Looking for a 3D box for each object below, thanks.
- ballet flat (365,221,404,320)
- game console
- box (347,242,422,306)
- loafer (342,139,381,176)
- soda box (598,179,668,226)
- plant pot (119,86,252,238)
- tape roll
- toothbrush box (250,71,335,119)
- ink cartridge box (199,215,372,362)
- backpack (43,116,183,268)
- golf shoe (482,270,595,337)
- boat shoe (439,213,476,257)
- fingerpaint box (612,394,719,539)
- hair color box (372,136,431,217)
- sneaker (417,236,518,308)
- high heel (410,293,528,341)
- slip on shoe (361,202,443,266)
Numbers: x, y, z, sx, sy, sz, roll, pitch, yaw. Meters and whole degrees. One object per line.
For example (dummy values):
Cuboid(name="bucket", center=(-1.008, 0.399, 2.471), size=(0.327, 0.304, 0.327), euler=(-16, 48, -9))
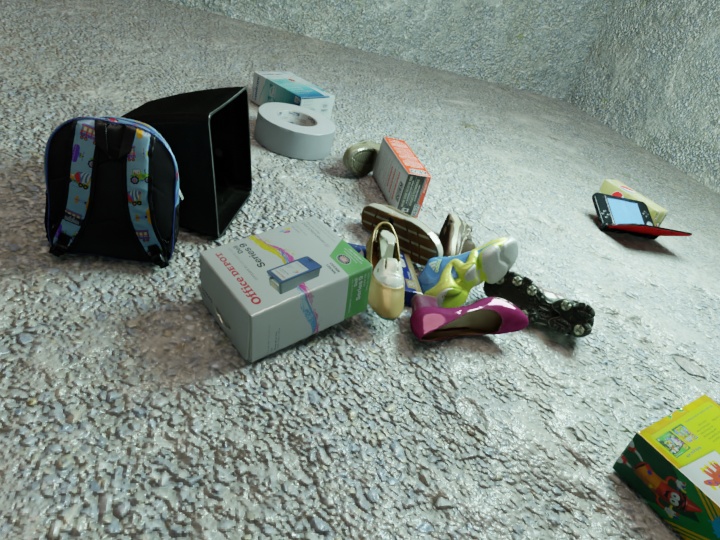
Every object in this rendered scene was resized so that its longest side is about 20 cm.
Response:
Cuboid(name="ballet flat", center=(0.037, -0.009, 0.833), size=(0.067, 0.064, 0.202), euler=(10, 35, -13))
Cuboid(name="game console", center=(0.756, -0.153, 1.429), size=(0.195, 0.119, 0.176), euler=(7, 61, -19))
Cuboid(name="box", center=(0.000, 0.000, 0.892), size=(0.195, 0.033, 0.122), euler=(9, 33, -14))
Cuboid(name="loafer", center=(0.006, -0.280, 1.296), size=(0.067, 0.077, 0.199), euler=(29, 23, 20))
Cuboid(name="soda box", center=(0.821, -0.202, 1.607), size=(0.066, 0.065, 0.201), euler=(-3, 37, -31))
Cuboid(name="plant pot", center=(-0.297, -0.197, 0.899), size=(0.173, 0.204, 0.201), euler=(7, 31, 2))
Cuboid(name="tape roll", center=(-0.163, -0.349, 1.316), size=(0.195, 0.067, 0.202), euler=(14, 31, -8))
Cuboid(name="toothbrush box", center=(-0.193, -0.489, 1.500), size=(0.198, 0.087, 0.145), euler=(34, 35, 27))
Cuboid(name="ink cartridge box", center=(-0.103, 0.018, 0.732), size=(0.197, 0.089, 0.145), euler=(-22, 47, -33))
Cuboid(name="backpack", center=(-0.340, -0.124, 0.741), size=(0.178, 0.204, 0.136), euler=(6, 32, -17))
Cuboid(name="golf shoe", center=(0.310, 0.062, 0.938), size=(0.197, 0.079, 0.088), euler=(25, 5, 17))
Cuboid(name="boat shoe", center=(0.196, -0.053, 1.038), size=(0.073, 0.076, 0.203), euler=(24, 31, -1))
Cuboid(name="fingerpaint box", center=(0.453, 0.265, 0.674), size=(0.196, 0.075, 0.167), euler=(-8, 39, -36))
Cuboid(name="hair color box", center=(0.089, -0.216, 1.207), size=(0.060, 0.103, 0.202), euler=(5, 34, -19))
Cuboid(name="sneaker", center=(0.177, -0.012, 0.914), size=(0.198, 0.077, 0.105), euler=(-31, 39, -20))
Cuboid(name="high heel", center=(0.171, 0.090, 0.814), size=(0.194, 0.069, 0.097), euler=(5, 33, -3))
Cuboid(name="slip on shoe", center=(0.087, -0.074, 1.013), size=(0.060, 0.078, 0.198), euler=(-16, 35, -43))
